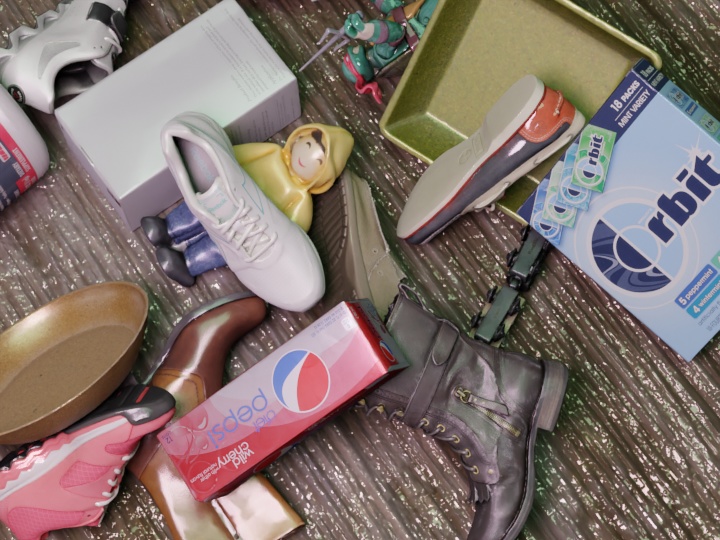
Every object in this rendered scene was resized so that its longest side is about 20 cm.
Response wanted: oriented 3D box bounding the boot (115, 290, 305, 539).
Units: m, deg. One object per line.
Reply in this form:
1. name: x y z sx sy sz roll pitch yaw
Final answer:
1. boot: -0.112 0.139 1.367 0.188 0.069 0.201 -35 74 -11

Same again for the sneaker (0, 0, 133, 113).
1. sneaker: -0.247 -0.212 1.486 0.088 0.074 0.200 35 61 13

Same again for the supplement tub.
1. supplement tub: -0.388 -0.083 1.417 0.200 0.141 0.140 -43 74 -13

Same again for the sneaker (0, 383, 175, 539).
1. sneaker: -0.223 0.164 1.340 0.199 0.074 0.087 -29 99 20

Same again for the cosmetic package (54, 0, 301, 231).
1. cosmetic package: -0.164 -0.143 1.466 0.199 0.081 0.113 -34 72 -9

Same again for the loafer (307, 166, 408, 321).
1. loafer: 0.000 0.000 1.416 0.068 0.076 0.202 14 53 -35

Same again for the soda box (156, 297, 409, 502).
1. soda box: -0.063 0.104 1.290 0.199 0.063 0.070 -36 81 16

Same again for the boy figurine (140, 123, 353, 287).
1. boy figurine: -0.090 -0.059 1.415 0.199 0.064 0.125 -29 71 13

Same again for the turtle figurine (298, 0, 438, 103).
1. turtle figurine: 0.036 -0.235 1.487 0.199 0.150 0.101 -33 114 11

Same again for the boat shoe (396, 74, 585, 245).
1. boat shoe: 0.110 -0.086 1.410 0.062 0.200 0.072 31 30 -25

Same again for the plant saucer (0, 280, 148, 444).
1. plant saucer: -0.258 0.085 1.358 0.198 0.036 0.201 -23 27 12

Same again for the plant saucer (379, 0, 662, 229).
1. plant saucer: 0.143 -0.161 1.431 0.199 0.201 0.048 32 29 9

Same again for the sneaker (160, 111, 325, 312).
1. sneaker: -0.106 -0.044 1.347 0.070 0.080 0.201 -39 92 8

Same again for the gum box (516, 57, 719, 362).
1. gum box: 0.260 -0.050 1.366 0.200 0.170 0.045 40 32 4

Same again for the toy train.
1. toy train: 0.116 0.046 1.408 0.034 0.046 0.201 26 71 12

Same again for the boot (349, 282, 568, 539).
1. boot: 0.067 0.129 1.331 0.172 0.069 0.202 19 85 -8
